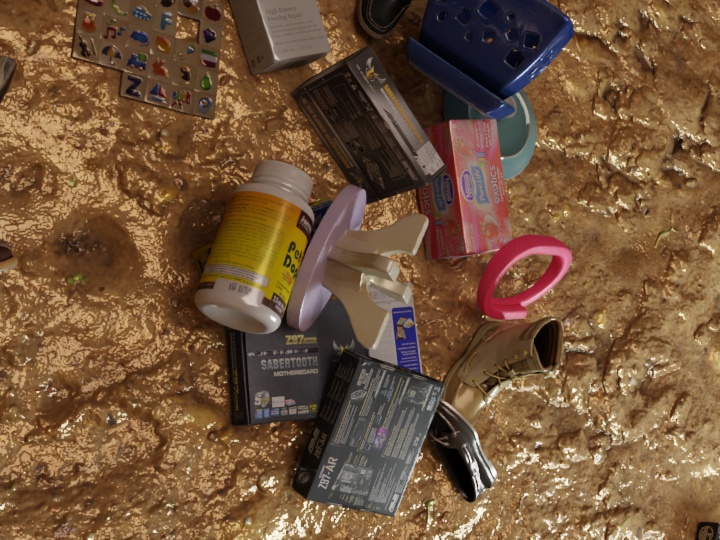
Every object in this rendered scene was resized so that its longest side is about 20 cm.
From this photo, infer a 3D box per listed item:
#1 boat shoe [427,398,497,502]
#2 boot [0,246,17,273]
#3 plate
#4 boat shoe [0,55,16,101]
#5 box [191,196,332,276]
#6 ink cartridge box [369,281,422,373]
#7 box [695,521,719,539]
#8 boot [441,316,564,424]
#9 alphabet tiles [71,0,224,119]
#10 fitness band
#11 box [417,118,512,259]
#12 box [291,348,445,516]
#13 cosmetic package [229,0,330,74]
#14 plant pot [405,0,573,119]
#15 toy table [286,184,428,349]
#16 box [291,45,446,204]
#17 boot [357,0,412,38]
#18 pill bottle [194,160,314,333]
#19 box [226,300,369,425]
[{"bbox_3d":[0.139,0.262,1.435,0.057,0.067,0.200,-51,127,-26],"label":"boat shoe"},{"bbox_3d":[-0.485,-0.060,1.079,0.200,0.072,0.167,-9,89,-31],"label":"boot"},{"bbox_3d":[0.219,-0.247,1.615,0.200,0.026,0.201,6,79,-32],"label":"plate"},{"bbox_3d":[-0.457,-0.177,1.110,0.072,0.076,0.200,28,46,-18],"label":"boat shoe"},{"bbox_3d":[-0.119,-0.032,1.328,0.200,0.064,0.070,-25,96,-34],"label":"box"},{"bbox_3d":[0.041,0.118,1.429,0.095,0.037,0.200,-3,82,-35],"label":"ink cartridge box"},{"bbox_3d":[0.668,0.563,1.773,0.200,0.049,0.161,32,64,-26],"label":"box"},{"bbox_3d":[0.210,0.153,1.463,0.073,0.155,0.200,46,62,-20],"label":"boot"},{"bbox_3d":[-0.276,-0.299,1.300,0.200,0.008,0.168,10,77,-32],"label":"alphabet tiles"},{"bbox_3d":[0.249,0.009,1.526,0.200,0.037,0.144,2,125,-50],"label":"fitness band"},{"bbox_3d":[0.153,-0.121,1.498,0.095,0.103,0.200,-7,90,-34],"label":"box"},{"bbox_3d":[0.013,0.223,1.341,0.160,0.044,0.200,20,91,-36],"label":"box"},{"bbox_3d":[-0.124,-0.382,1.377,0.102,0.074,0.200,-20,95,-35],"label":"cosmetic package"},{"bbox_3d":[0.184,-0.338,1.463,0.200,0.200,0.180,35,103,8],"label":"plant pot"},{"bbox_3d":[0.000,0.000,1.277,0.117,0.184,0.200,21,92,14],"label":"toy table"},{"bbox_3d":[0.010,-0.196,1.384,0.048,0.158,0.200,-42,105,-29],"label":"box"},{"bbox_3d":[0.078,-0.448,1.472,0.073,0.151,0.200,38,62,-14],"label":"boot"},{"bbox_3d":[-0.123,-0.031,1.220,0.109,0.109,0.200,28,68,-28],"label":"pill bottle"},{"bbox_3d":[-0.080,0.121,1.336,0.200,0.051,0.158,0,82,-35],"label":"box"}]
